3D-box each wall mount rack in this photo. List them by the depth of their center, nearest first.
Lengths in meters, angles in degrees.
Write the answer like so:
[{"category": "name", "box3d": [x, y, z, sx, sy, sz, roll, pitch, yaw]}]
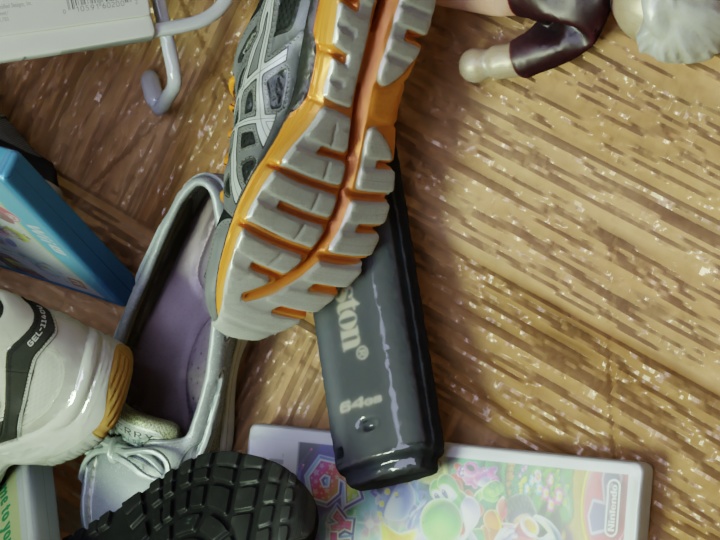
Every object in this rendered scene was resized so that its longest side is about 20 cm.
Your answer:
[{"category": "wall mount rack", "box3d": [-0.166, -0.156, 1.090, 0.198, 0.075, 0.175, -10, 81, -19]}]

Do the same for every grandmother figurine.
[{"category": "grandmother figurine", "box3d": [0.078, -0.143, 1.016, 0.199, 0.060, 0.122, 21, 121, 23]}]

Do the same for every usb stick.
[{"category": "usb stick", "box3d": [0.000, 0.000, 1.039, 0.055, 0.033, 0.202, -15, 73, 20]}]

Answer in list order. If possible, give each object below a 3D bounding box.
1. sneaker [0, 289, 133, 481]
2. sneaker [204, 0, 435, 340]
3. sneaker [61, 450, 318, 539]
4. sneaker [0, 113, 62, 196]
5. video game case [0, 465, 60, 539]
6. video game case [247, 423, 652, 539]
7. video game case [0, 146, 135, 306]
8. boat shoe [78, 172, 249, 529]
[{"category": "sneaker", "box3d": [-0.197, 0.064, 1.066, 0.199, 0.087, 0.076, -33, 36, 36]}, {"category": "sneaker", "box3d": [-0.028, -0.066, 1.013, 0.077, 0.078, 0.202, 20, 89, 45]}, {"category": "sneaker", "box3d": [-0.081, 0.150, 1.040, 0.199, 0.087, 0.076, -26, 38, 34]}, {"category": "sneaker", "box3d": [-0.214, -0.119, 1.137, 0.199, 0.075, 0.114, 36, 86, 10]}, {"category": "video game case", "box3d": [-0.210, 0.179, 1.073, 0.182, 0.022, 0.201, -44, 31, 16]}, {"category": "video game case", "box3d": [0.033, 0.151, 1.026, 0.198, 0.018, 0.145, 4, 87, 26]}, {"category": "video game case", "box3d": [-0.220, -0.042, 1.097, 0.198, 0.143, 0.018, 16, 71, 26]}, {"category": "boat shoe", "box3d": [-0.093, 0.048, 1.068, 0.074, 0.065, 0.203, 29, 102, 25]}]
